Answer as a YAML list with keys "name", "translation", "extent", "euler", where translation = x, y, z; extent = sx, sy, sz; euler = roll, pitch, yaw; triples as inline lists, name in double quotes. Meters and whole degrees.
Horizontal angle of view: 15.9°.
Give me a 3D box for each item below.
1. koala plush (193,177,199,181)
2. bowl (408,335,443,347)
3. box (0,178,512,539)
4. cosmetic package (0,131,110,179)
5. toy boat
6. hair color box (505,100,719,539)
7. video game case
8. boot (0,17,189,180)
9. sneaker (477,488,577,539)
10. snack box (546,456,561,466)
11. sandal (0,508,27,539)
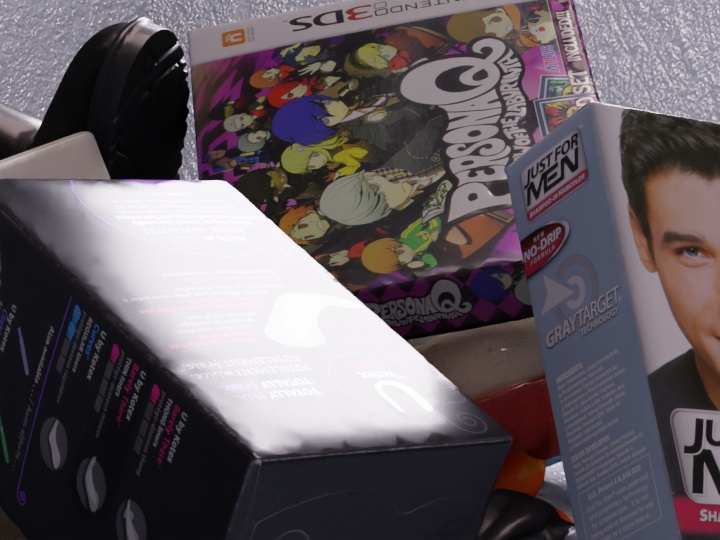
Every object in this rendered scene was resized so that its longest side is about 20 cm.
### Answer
- name: "koala plush"
  translation: [-0.014, 0.034, 1.403]
  extent: [0.199, 0.179, 0.184]
  euler: [16, 15, 3]
- name: "bowl"
  translation: [0.000, 0.000, 1.259]
  extent: [0.094, 0.201, 0.201]
  euler: [46, -1, -9]
- name: "box"
  translation: [-0.059, 0.057, 0.955]
  extent: [0.122, 0.107, 0.200]
  euler: [-2, 30, -39]
- name: "cosmetic package"
  translation: [-0.193, 0.017, 1.066]
  extent: [0.103, 0.088, 0.200]
  euler: [-18, 4, 42]
- name: "toy boat"
  translation: [0.061, 0.091, 1.151]
  extent: [0.130, 0.132, 0.200]
  euler: [-16, -4, -29]
- name: "hair color box"
  translation: [0.127, 0.042, 0.988]
  extent: [0.098, 0.201, 0.061]
  euler: [6, -28, -33]
- name: "video game case"
  translation: [0.018, -0.050, 1.130]
  extent: [0.180, 0.036, 0.201]
  euler: [-10, 43, 3]
- name: "boot"
  translation: [-0.164, -0.061, 1.199]
  extent: [0.162, 0.074, 0.199]
  euler: [24, -36, 15]
- name: "sneaker"
  translation: [0.111, 0.130, 1.054]
  extent: [0.199, 0.076, 0.114]
  euler: [5, 10, -38]
- name: "snack box"
  translation: [0.031, 0.054, 1.555]
  extent: [0.199, 0.117, 0.037]
  euler: [9, -22, -32]
- name: "sandal"
  translation: [-0.094, 0.105, 1.064]
  extent: [0.210, 0.078, 0.070]
  euler: [2, 40, -28]
